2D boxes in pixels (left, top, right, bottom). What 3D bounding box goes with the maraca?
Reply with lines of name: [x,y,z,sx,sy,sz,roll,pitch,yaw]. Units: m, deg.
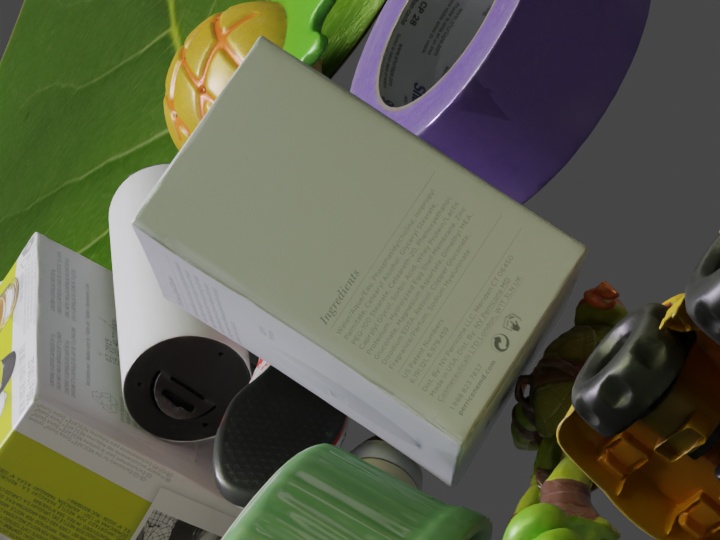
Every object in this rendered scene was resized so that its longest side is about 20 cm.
maraca: [-0.075,-0.143,2.021,0.200,0.107,0.138,-34,41,50]

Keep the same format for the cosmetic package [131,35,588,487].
cosmetic package: [0.000,0.000,1.437,0.123,0.200,0.199,-57,-5,-9]

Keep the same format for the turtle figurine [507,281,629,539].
turtle figurine: [0.115,0.066,1.380,0.200,0.064,0.162,-34,34,50]

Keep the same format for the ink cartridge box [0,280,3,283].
ink cartridge box: [-0.285,0.090,2.237,0.200,0.087,0.146,-23,43,61]

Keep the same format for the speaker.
speaker: [-0.114,0.018,1.715,0.081,0.081,0.200,-51,25,23]

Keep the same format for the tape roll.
tape roll: [0.082,-0.136,1.678,0.200,0.085,0.200,-47,25,30]

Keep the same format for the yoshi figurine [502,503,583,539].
yoshi figurine: [0.077,0.200,1.299,0.112,0.112,0.201,-23,-37,-55]

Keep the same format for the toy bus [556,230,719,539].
toy bus: [0.199,0.011,1.191,0.200,0.136,0.192,-43,14,44]

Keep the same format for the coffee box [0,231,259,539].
coffee box: [-0.173,0.140,1.758,0.198,0.199,0.200,-52,22,23]

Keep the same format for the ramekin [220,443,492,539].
ramekin: [-0.027,0.185,1.382,0.200,0.097,0.200,-54,-13,-18]

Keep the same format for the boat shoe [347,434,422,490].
boat shoe: [-0.026,0.178,1.567,0.200,0.075,0.068,-52,7,23]

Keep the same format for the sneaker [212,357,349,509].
sneaker: [-0.041,0.096,1.581,0.202,0.067,0.108,-73,-6,-51]
